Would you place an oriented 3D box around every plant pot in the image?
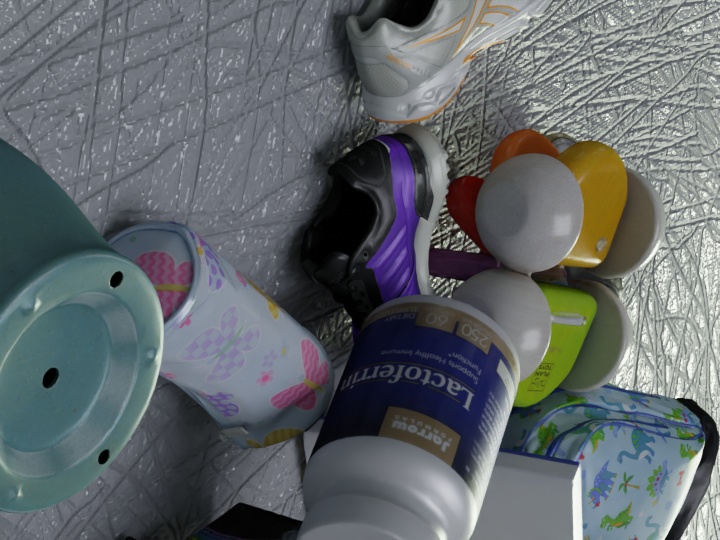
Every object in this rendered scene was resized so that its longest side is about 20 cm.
[{"bbox_3d":[-0.206,0.021,0.984,0.200,0.188,0.200,-32,133,-41],"label":"plant pot"}]

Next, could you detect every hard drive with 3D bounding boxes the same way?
[{"bbox_3d":[0.061,0.175,1.450,0.025,0.200,0.132,-61,153,-46],"label":"hard drive"}]

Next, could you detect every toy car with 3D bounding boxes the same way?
[{"bbox_3d":[0.116,-0.006,1.456,0.175,0.150,0.200,5,102,-53],"label":"toy car"}]

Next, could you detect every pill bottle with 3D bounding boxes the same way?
[{"bbox_3d":[0.029,0.120,1.297,0.200,0.116,0.116,-69,157,-44],"label":"pill bottle"}]

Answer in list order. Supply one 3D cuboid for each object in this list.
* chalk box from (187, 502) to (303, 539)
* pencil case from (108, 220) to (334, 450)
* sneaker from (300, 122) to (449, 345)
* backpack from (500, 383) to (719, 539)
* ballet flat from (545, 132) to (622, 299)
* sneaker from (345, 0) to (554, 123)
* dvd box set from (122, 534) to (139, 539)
[{"bbox_3d":[-0.085,0.257,1.296,0.200,0.125,0.124,-31,128,-53],"label":"chalk box"},{"bbox_3d":[-0.094,0.043,1.254,0.091,0.083,0.200,-44,145,0],"label":"pencil case"},{"bbox_3d":[0.000,0.000,1.380,0.099,0.070,0.200,-20,124,-37],"label":"sneaker"},{"bbox_3d":[0.171,0.157,1.532,0.200,0.154,0.163,24,99,-25],"label":"backpack"},{"bbox_3d":[0.168,-0.033,1.618,0.066,0.057,0.200,-26,131,-8],"label":"ballet flat"},{"bbox_3d":[0.066,-0.192,1.341,0.200,0.076,0.092,-50,140,-24],"label":"sneaker"},{"bbox_3d":[-0.162,0.289,1.359,0.146,0.029,0.200,-51,145,-22],"label":"dvd box set"}]
